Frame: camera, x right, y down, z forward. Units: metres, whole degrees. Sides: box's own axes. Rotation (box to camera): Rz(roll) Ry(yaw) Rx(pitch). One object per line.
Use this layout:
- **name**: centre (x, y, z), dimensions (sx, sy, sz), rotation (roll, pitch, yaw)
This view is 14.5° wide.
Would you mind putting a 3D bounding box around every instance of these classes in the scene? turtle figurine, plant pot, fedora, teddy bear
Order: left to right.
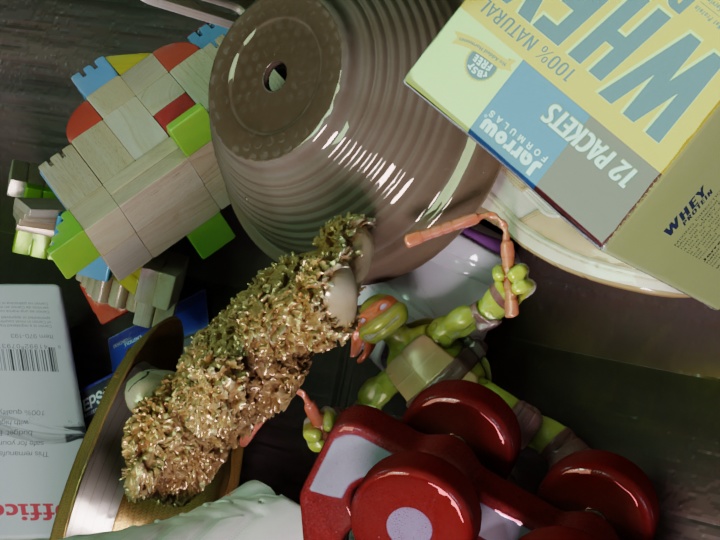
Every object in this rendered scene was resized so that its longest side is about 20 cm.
- **fedora**: centre (-0.118, 0.130, 1.649), dimensions (0.082, 0.201, 0.201), rotation (19, 96, 8)
- **teddy bear**: centre (-0.064, 0.042, 1.520), dimensions (0.200, 0.067, 0.145), rotation (-42, 16, 42)
- **plant pot**: centre (-0.018, -0.098, 1.572), dimensions (0.201, 0.093, 0.201), rotation (-12, 70, 37)
- **turtle figurine**: centre (0.042, 0.073, 1.555), dimensions (0.200, 0.064, 0.161), rotation (-41, 89, 16)

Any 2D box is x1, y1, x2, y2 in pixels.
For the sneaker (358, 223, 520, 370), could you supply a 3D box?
- **sneaker**: centre (0.000, 0.000, 1.642), dimensions (0.200, 0.075, 0.100), rotation (22, 96, 45)

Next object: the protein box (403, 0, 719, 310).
- **protein box**: centre (0.161, -0.109, 1.375), dimensions (0.135, 0.200, 0.199), rotation (42, 99, 23)

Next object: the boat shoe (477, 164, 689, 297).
- **boat shoe**: centre (0.115, -0.045, 1.541), dimensions (0.200, 0.074, 0.069), rotation (32, 110, 44)

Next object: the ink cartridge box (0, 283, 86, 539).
- **ink cartridge box**: centre (-0.252, 0.110, 1.786), dimensions (0.083, 0.145, 0.200), rotation (115, 150, -48)

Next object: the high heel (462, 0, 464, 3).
- **high heel**: centre (0.126, -0.172, 1.477), dimensions (0.071, 0.143, 0.200), rotation (37, 72, 14)

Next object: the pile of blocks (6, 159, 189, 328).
- **pile of blocks**: centre (-0.178, -0.007, 1.799), dimensions (0.200, 0.082, 0.062), rotation (38, 119, 52)

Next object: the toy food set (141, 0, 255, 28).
- **toy food set**: centre (-0.046, -0.239, 1.688), dimensions (0.060, 0.143, 0.200), rotation (37, 107, 43)

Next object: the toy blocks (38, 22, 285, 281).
- **toy blocks**: centre (-0.125, -0.088, 1.741), dimensions (0.200, 0.100, 0.137), rotation (-36, 45, -5)

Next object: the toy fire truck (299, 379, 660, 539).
- **toy fire truck**: centre (0.055, 0.166, 1.488), dimensions (0.200, 0.112, 0.168), rotation (27, 119, 4)

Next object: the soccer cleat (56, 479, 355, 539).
- **soccer cleat**: centre (-0.082, 0.150, 1.532), dimensions (0.069, 0.200, 0.078), rotation (-5, 78, 59)

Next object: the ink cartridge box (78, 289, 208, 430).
- **ink cartridge box**: centre (-0.127, 0.117, 1.770), dimensions (0.099, 0.039, 0.200), rotation (-28, 62, 38)
